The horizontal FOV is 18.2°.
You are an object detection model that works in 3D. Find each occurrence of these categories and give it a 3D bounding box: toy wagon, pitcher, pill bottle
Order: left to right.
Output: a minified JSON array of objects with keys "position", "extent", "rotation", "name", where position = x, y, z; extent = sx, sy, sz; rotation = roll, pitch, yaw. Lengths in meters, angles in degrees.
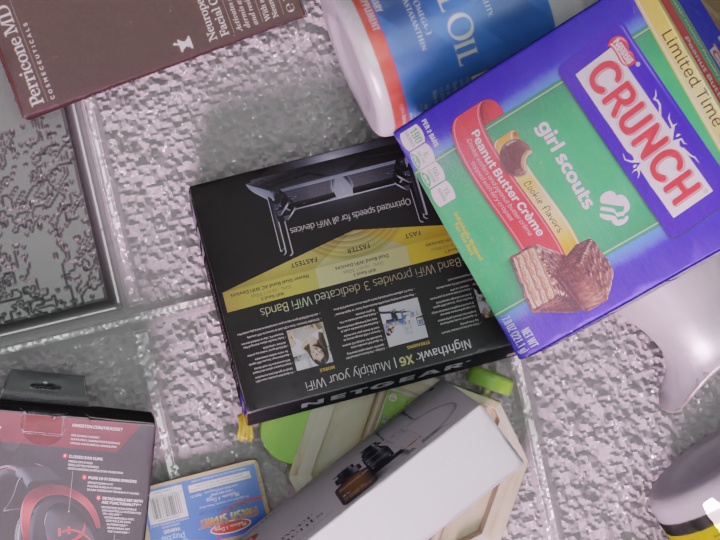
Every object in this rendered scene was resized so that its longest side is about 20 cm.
[{"position":[0.012,0.124,1.529],"extent":[0.199,0.040,0.156],"rotation":[20,90,-7],"name":"toy wagon"},{"position":[0.083,-0.175,1.484],"extent":[0.199,0.112,0.113],"rotation":[-24,96,-6],"name":"pill bottle"},{"position":[0.218,-0.029,1.495],"extent":[0.171,0.121,0.201],"rotation":[-31,102,22],"name":"pitcher"},{"position":[0.292,0.207,1.533],"extent":[0.112,0.112,0.201],"rotation":[-34,97,-4],"name":"pill bottle"}]

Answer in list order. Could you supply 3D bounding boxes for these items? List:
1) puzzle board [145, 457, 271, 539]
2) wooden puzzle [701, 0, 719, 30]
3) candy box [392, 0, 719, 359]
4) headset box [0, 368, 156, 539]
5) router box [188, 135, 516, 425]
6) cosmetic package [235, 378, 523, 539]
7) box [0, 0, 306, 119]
[{"position":[-0.148,0.224,1.526],"extent":[0.199,0.017,0.152],"rotation":[-14,94,-7],"name":"puzzle board"},{"position":[0.254,-0.140,1.496],"extent":[0.200,0.185,0.046],"rotation":[46,127,-10],"name":"wooden puzzle"},{"position":[0.148,-0.065,1.394],"extent":[0.199,0.077,0.170],"rotation":[-31,87,27],"name":"candy box"},{"position":[-0.214,0.167,1.469],"extent":[0.147,0.075,0.202],"rotation":[5,92,-8],"name":"headset box"},{"position":[0.000,0.000,1.491],"extent":[0.199,0.052,0.158],"rotation":[-14,77,-6],"name":"router box"},{"position":[0.000,0.154,1.434],"extent":[0.200,0.151,0.052],"rotation":[-38,95,-4],"name":"cosmetic package"},{"position":[-0.145,-0.179,1.474],"extent":[0.199,0.075,0.101],"rotation":[-21,96,-4],"name":"box"}]
